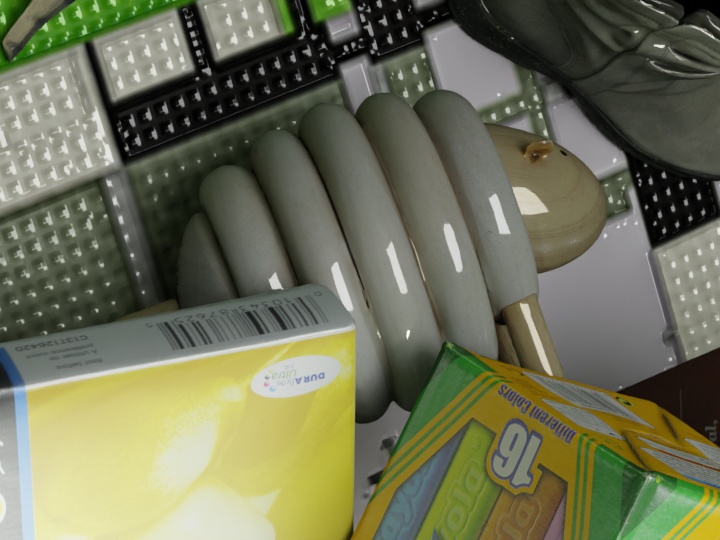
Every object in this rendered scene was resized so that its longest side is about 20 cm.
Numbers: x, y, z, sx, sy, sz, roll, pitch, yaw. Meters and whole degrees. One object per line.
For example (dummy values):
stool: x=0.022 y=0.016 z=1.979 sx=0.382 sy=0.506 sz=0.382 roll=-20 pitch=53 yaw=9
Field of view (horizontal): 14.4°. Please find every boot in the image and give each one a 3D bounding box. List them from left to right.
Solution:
boot: x=0.141 y=-0.089 z=1.181 sx=0.200 sy=0.131 sz=0.068 roll=25 pitch=79 yaw=-31

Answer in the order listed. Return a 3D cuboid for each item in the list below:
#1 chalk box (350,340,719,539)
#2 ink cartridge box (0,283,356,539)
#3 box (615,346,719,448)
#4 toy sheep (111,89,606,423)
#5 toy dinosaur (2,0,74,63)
chalk box: x=0.065 y=0.149 z=1.040 sx=0.124 sy=0.124 sz=0.200 roll=17 pitch=100 yaw=-41
ink cartridge box: x=-0.098 y=0.116 z=1.033 sx=0.197 sy=0.047 sz=0.200 roll=-11 pitch=116 yaw=-21
box: x=0.186 y=0.144 z=1.175 sx=0.200 sy=0.164 sz=0.166 roll=17 pitch=62 yaw=-32
toy sheep: x=0.000 y=0.000 z=1.099 sx=0.200 sy=0.138 sz=0.138 roll=-20 pitch=103 yaw=-9
toy dinosaur: x=-0.067 y=-0.164 z=1.099 sx=0.200 sy=0.047 sz=0.088 roll=-32 pitch=115 yaw=-24
